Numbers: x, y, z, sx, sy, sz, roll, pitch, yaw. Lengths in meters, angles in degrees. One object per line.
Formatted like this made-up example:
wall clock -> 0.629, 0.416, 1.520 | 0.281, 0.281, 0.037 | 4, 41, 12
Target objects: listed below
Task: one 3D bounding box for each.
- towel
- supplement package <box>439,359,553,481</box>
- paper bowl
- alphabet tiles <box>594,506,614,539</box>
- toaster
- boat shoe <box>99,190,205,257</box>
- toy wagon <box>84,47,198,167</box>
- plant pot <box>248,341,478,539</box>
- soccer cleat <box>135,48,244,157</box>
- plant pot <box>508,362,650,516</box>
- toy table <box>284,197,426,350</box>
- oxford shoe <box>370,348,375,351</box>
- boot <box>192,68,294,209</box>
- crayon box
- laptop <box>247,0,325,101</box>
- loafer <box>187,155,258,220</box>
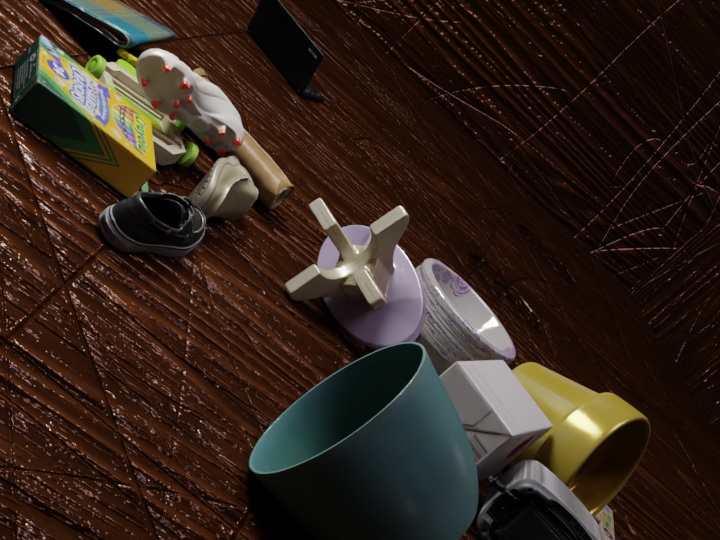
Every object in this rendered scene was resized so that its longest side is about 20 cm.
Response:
towel -> -0.347, -0.352, 1.767 | 0.146, 0.022, 0.200 | 31, 15, 2
supplement package -> 0.151, 0.199, 1.674 | 0.120, 0.121, 0.200 | 52, 17, 17
paper bowl -> 0.131, 0.087, 1.922 | 0.201, 0.104, 0.201 | 43, 17, -17
alphabet tiles -> 0.338, 0.347, 2.041 | 0.200, 0.008, 0.167 | 48, 16, -3
toaster -> 0.223, 0.322, 1.601 | 0.200, 0.114, 0.129 | 46, 12, -1
boat shoe -> -0.213, -0.055, 1.407 | 0.069, 0.056, 0.200 | 59, 18, 6
toy wagon -> -0.286, -0.213, 1.636 | 0.155, 0.040, 0.200 | 35, 20, -41
plant pot -> 0.019, 0.193, 1.223 | 0.161, 0.200, 0.201 | 57, 14, -12
soccer cleat -> -0.219, -0.223, 1.634 | 0.200, 0.069, 0.078 | 43, 27, -46
plant pot -> 0.281, 0.236, 1.839 | 0.189, 0.201, 0.201 | 40, 9, 32
toy table -> 0.000, 0.000, 1.677 | 0.200, 0.184, 0.117 | 44, -5, 32
oxford shoe -> 0.039, 0.067, 1.789 | 0.073, 0.071, 0.200 | 41, 16, -40
boot -> -0.175, -0.180, 1.772 | 0.200, 0.066, 0.175 | 50, 4, 3
crayon box -> -0.302, -0.166, 1.458 | 0.200, 0.052, 0.126 | 39, 18, -31
laptop -> -0.124, -0.434, 2.481 | 0.178, 0.103, 0.200 | 52, 16, 11
loafer -> -0.167, -0.098, 1.614 | 0.068, 0.076, 0.200 | 40, 16, -5
